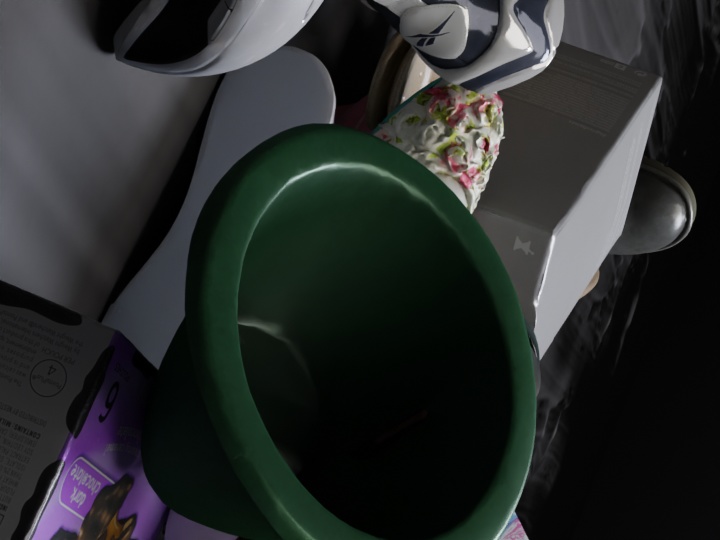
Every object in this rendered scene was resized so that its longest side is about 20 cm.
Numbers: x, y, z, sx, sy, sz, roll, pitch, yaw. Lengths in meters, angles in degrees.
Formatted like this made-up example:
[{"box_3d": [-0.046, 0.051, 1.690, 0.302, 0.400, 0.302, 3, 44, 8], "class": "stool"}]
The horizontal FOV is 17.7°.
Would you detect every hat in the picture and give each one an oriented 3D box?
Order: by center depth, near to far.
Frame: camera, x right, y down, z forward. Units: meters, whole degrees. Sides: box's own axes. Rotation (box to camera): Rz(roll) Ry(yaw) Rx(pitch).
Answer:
[{"box_3d": [-0.056, 0.062, 0.847, 0.176, 0.166, 0.200, -25, -162, 41], "class": "hat"}]

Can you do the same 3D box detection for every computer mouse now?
[{"box_3d": [-0.017, -0.121, 0.821, 0.200, 0.044, 0.110, -40, 179, 44], "class": "computer mouse"}]

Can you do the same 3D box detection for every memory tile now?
[{"box_3d": [0.040, -0.084, 1.145, 0.200, 0.017, 0.154, -52, 158, -51], "class": "memory tile"}]

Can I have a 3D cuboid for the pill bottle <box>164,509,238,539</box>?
[{"box_3d": [-0.006, 0.139, 0.963, 0.112, 0.110, 0.200, -65, 152, -16], "class": "pill bottle"}]

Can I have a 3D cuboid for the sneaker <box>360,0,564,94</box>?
[{"box_3d": [0.020, -0.184, 0.995, 0.129, 0.079, 0.201, 24, 59, -47], "class": "sneaker"}]

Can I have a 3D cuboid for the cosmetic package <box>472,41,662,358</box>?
[{"box_3d": [0.081, -0.031, 1.179, 0.200, 0.090, 0.107, -45, 153, -55], "class": "cosmetic package"}]

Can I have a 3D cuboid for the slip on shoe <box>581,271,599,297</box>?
[{"box_3d": [0.080, 0.011, 1.278, 0.200, 0.076, 0.061, -40, 140, -50], "class": "slip on shoe"}]

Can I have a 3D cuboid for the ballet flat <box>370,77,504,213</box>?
[{"box_3d": [0.000, 0.000, 1.048, 0.075, 0.064, 0.200, 30, 112, -38], "class": "ballet flat"}]

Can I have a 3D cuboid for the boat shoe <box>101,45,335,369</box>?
[{"box_3d": [-0.059, 0.003, 0.999, 0.068, 0.071, 0.201, 74, 32, -67], "class": "boat shoe"}]

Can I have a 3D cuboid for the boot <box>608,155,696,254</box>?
[{"box_3d": [0.097, -0.004, 1.394, 0.200, 0.181, 0.073, -54, 143, -59], "class": "boot"}]

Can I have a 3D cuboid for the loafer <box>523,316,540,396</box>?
[{"box_3d": [-0.018, 0.064, 1.005, 0.063, 0.199, 0.072, -92, 163, -70], "class": "loafer"}]

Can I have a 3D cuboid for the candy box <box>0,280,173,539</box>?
[{"box_3d": [-0.137, 0.120, 0.840, 0.168, 0.071, 0.201, 62, 50, -72], "class": "candy box"}]

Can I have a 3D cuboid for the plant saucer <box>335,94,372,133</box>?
[{"box_3d": [-0.015, -0.005, 1.191, 0.200, 0.051, 0.202, 22, 90, -76], "class": "plant saucer"}]

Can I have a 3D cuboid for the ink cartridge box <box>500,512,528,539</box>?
[{"box_3d": [0.017, 0.174, 1.135, 0.083, 0.201, 0.146, -1, 148, -46], "class": "ink cartridge box"}]
